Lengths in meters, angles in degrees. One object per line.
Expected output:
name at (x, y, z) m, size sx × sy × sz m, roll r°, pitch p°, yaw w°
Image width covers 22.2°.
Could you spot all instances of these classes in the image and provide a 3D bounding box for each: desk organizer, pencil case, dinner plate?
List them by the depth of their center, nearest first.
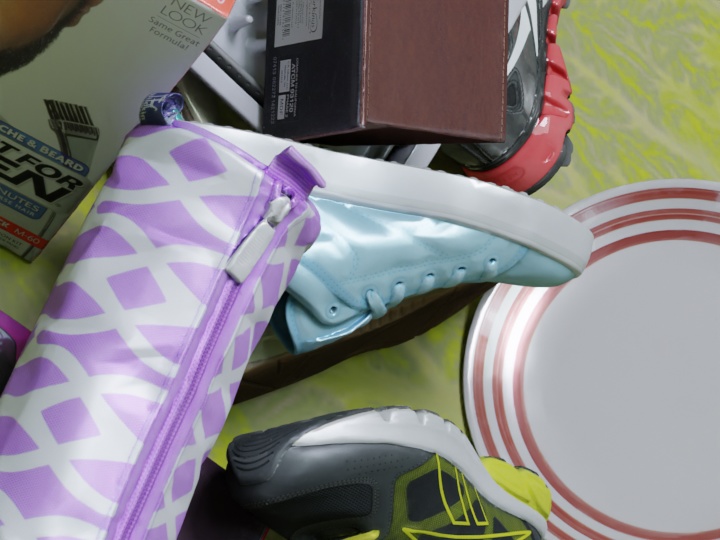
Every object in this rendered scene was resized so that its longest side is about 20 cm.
pencil case at (-0.077, 0.046, 0.632) m, size 0.084 × 0.085 × 0.202 m, roll 37°, pitch 69°, yaw -44°
desk organizer at (0.013, -0.151, 0.758) m, size 0.076 × 0.071 × 0.202 m, roll 5°, pitch 85°, yaw -35°
dinner plate at (0.147, 0.050, 0.852) m, size 0.198 × 0.024 × 0.202 m, roll -4°, pitch 65°, yaw 9°

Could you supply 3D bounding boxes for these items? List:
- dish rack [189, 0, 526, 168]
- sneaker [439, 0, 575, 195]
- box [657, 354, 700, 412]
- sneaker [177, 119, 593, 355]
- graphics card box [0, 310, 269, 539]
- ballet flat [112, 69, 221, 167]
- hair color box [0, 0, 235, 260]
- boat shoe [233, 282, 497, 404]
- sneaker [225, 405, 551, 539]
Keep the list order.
dish rack at (-0.027, -0.141, 0.798) m, size 0.200 × 0.043 × 0.172 m, roll 42°, pitch 67°, yaw -26°
sneaker at (0.058, -0.138, 0.914) m, size 0.098 × 0.070 × 0.202 m, roll 29°, pitch 51°, yaw -39°
box at (0.240, 0.107, 0.922) m, size 0.159 × 0.049 × 0.201 m, roll -29°, pitch 82°, yaw -42°
sneaker at (-0.003, -0.003, 0.747) m, size 0.198 × 0.074 × 0.083 m, roll 11°, pitch 87°, yaw -13°
graphics card box at (-0.139, 0.089, 0.688) m, size 0.199 × 0.051 × 0.126 m, roll 37°, pitch 51°, yaw -9°
ballet flat at (-0.107, -0.108, 0.806) m, size 0.069 × 0.069 × 0.201 m, roll -36°, pitch 87°, yaw -40°
hair color box at (-0.128, -0.091, 0.695) m, size 0.110 × 0.200 × 0.064 m, roll 29°, pitch 53°, yaw -15°
boat shoe at (0.000, 0.000, 0.811) m, size 0.199 × 0.073 × 0.063 m, roll -19°, pitch 75°, yaw -36°
sneaker at (0.021, 0.110, 0.733) m, size 0.199 × 0.074 × 0.086 m, roll 24°, pitch 58°, yaw -49°
